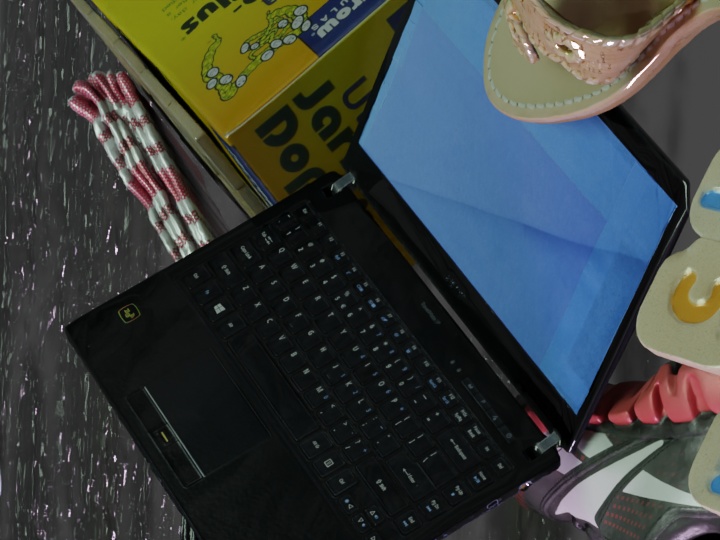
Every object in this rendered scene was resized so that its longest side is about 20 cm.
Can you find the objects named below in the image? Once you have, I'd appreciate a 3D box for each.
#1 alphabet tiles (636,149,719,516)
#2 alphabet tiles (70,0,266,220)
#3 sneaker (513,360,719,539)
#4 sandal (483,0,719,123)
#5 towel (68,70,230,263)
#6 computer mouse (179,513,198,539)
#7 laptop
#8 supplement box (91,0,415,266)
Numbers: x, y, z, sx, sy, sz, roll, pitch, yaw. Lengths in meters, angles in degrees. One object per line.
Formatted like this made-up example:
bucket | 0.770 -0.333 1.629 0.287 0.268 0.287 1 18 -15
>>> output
alphabet tiles | 0.175 -0.006 0.868 0.195 0.015 0.201 18 78 48
alphabet tiles | -0.050 -0.028 1.307 0.200 0.008 0.167 53 177 -36
sneaker | 0.110 0.081 1.066 0.200 0.070 0.099 -20 69 61
sandal | 0.085 -0.104 0.959 0.211 0.069 0.078 -15 68 52
towel | -0.064 0.012 1.342 0.201 0.030 0.146 62 -177 22
computer mouse | -0.053 0.145 1.428 0.200 0.044 0.110 27 113 61
laptop | 0.000 0.000 1.070 0.177 0.199 0.104 52 168 40
supplement box | -0.025 -0.092 1.253 0.109 0.109 0.200 -41 35 -3
